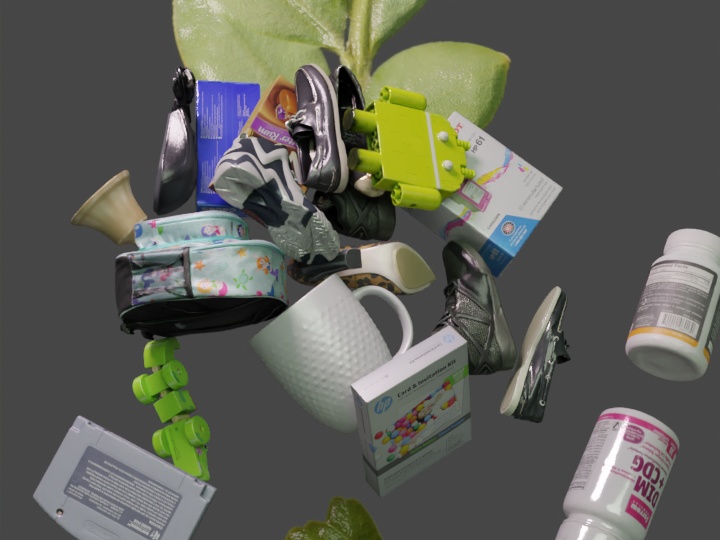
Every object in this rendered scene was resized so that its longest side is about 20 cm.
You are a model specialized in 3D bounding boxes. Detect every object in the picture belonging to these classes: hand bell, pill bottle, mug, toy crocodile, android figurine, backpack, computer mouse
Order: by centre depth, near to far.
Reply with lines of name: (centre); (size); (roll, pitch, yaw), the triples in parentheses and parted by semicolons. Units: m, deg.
backpack: (-0.191, 0.008, 1.407); (0.199, 0.178, 0.151); (-3, 78, 10)
toy crocodile: (-0.238, 0.181, 1.446); (0.067, 0.062, 0.201); (-28, 74, 21)
mug: (-0.017, 0.103, 1.471); (0.200, 0.148, 0.176); (-38, 90, -23)
pill bottle: (0.337, 0.294, 1.480); (0.113, 0.113, 0.200); (28, 66, 1)
hand bell: (-0.286, -0.027, 1.517); (0.200, 0.104, 0.104); (47, 67, -4)
android figurine: (0.071, -0.164, 1.531); (0.199, 0.041, 0.183); (9, 63, -29)
computer mouse: (-0.245, -0.167, 1.538); (0.052, 0.139, 0.201); (9, 67, -8)
pill bottle: (0.461, 0.048, 1.603); (0.116, 0.116, 0.201); (25, 65, 0)

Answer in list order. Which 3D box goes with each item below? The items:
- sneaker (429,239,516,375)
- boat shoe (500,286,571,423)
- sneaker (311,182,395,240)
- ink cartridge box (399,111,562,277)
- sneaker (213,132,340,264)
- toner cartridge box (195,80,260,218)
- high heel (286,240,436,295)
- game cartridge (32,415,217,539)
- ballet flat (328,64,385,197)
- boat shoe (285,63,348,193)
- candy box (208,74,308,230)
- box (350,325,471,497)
sneaker: (0.135, 0.054, 1.558); (0.114, 0.076, 0.200); (-11, 76, -22)
boat shoe: (0.259, 0.121, 1.557); (0.066, 0.075, 0.200); (25, 66, -3)
sneaker: (-0.017, -0.140, 1.598); (0.114, 0.076, 0.200); (0, 74, -18)
ink cartridge box: (0.167, -0.112, 1.626); (0.200, 0.085, 0.145); (35, 66, 6)
sneaker: (-0.100, -0.105, 1.458); (0.199, 0.079, 0.130); (33, 36, -22)
toner cartridge box: (-0.190, -0.174, 1.604); (0.095, 0.043, 0.201); (1, 68, -10)
high heel: (0.000, 0.000, 1.573); (0.200, 0.142, 0.072); (12, 76, -43)
game cartridge: (-0.295, 0.284, 1.385); (0.199, 0.041, 0.133); (27, 77, 4)
ballet flat: (-0.010, -0.191, 1.543); (0.066, 0.057, 0.201); (-16, 69, -11)
boat shoe: (-0.068, -0.199, 1.533); (0.062, 0.073, 0.201); (-3, 67, -27)
candy box: (-0.116, -0.164, 1.569); (0.117, 0.056, 0.200); (35, 56, -17)
box: (0.069, 0.182, 1.429); (0.156, 0.201, 0.041); (-29, 47, -21)
